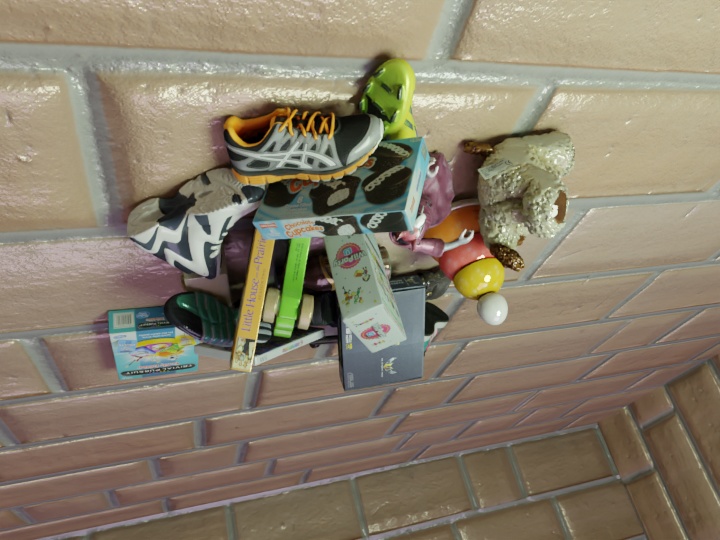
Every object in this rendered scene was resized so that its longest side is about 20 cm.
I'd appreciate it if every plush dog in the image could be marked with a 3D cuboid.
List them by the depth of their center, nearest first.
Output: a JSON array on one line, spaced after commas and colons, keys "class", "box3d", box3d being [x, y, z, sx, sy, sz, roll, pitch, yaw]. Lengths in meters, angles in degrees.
[{"class": "plush dog", "box3d": [0.220, -0.100, 0.858, 0.158, 0.201, 0.174, 13, 135, 13]}]

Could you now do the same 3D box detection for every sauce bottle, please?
[{"class": "sauce bottle", "box3d": [-0.047, 0.003, 0.990, 0.196, 0.066, 0.065, -10, 151, -13]}]

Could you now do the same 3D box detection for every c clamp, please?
[{"class": "c clamp", "box3d": [-0.026, 0.142, 1.177, 0.169, 0.028, 0.198, -8, 171, 44]}]

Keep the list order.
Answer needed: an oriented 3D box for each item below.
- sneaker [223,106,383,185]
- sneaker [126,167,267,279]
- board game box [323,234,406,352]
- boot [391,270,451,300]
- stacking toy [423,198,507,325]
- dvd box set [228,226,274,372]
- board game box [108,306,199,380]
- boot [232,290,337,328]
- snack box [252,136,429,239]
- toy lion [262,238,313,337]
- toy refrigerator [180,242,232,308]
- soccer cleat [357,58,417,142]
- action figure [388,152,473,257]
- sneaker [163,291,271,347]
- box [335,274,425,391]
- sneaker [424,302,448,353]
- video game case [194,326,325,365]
[{"class": "sneaker", "box3d": [-0.071, -0.153, 0.679, 0.196, 0.079, 0.078, -10, 140, 11]}, {"class": "sneaker", "box3d": [-0.196, -0.053, 0.783, 0.196, 0.080, 0.130, -23, 142, 8]}, {"class": "board game box", "box3d": [0.000, 0.000, 0.867, 0.063, 0.203, 0.148, -21, 151, 8]}, {"class": "boot", "box3d": [0.084, 0.059, 1.157, 0.172, 0.070, 0.200, -8, 158, -30]}, {"class": "stacking toy", "box3d": [0.187, -0.002, 0.956, 0.143, 0.203, 0.147, -11, 151, -6]}, {"class": "dvd box set", "box3d": [-0.148, 0.029, 0.802, 0.029, 0.204, 0.146, 10, 177, -12]}, {"class": "board game box", "box3d": [-0.376, 0.136, 1.075, 0.148, 0.048, 0.201, -4, 149, -20]}, {"class": "boot", "box3d": [-0.125, 0.068, 1.060, 0.165, 0.078, 0.200, -1, 179, 12]}, {"class": "snack box", "box3d": [-0.023, -0.097, 0.695, 0.197, 0.118, 0.037, -2, 142, 25]}, {"class": "toy lion", "box3d": [-0.099, -0.001, 0.854, 0.067, 0.204, 0.192, 10, -178, -8]}, {"class": "toy refrigerator", "box3d": [-0.244, 0.030, 0.928, 0.069, 0.077, 0.201, -8, 151, -14]}, {"class": "soccer cleat", "box3d": [0.042, -0.185, 0.733, 0.083, 0.065, 0.201, -36, 156, -27]}, {"class": "action figure", "box3d": [0.070, -0.084, 0.794, 0.147, 0.200, 0.136, -13, 113, 29]}, {"class": "sneaker", "box3d": [-0.230, 0.091, 0.890, 0.087, 0.076, 0.199, -26, 151, 28]}, {"class": "box", "box3d": [0.037, 0.115, 1.055, 0.155, 0.051, 0.203, -7, 118, -12]}, {"class": "sneaker", "box3d": [0.118, 0.145, 1.214, 0.122, 0.083, 0.199, -59, 165, 21]}, {"class": "video game case", "box3d": [-0.175, 0.125, 1.040, 0.141, 0.018, 0.199, 4, -169, 30]}]
